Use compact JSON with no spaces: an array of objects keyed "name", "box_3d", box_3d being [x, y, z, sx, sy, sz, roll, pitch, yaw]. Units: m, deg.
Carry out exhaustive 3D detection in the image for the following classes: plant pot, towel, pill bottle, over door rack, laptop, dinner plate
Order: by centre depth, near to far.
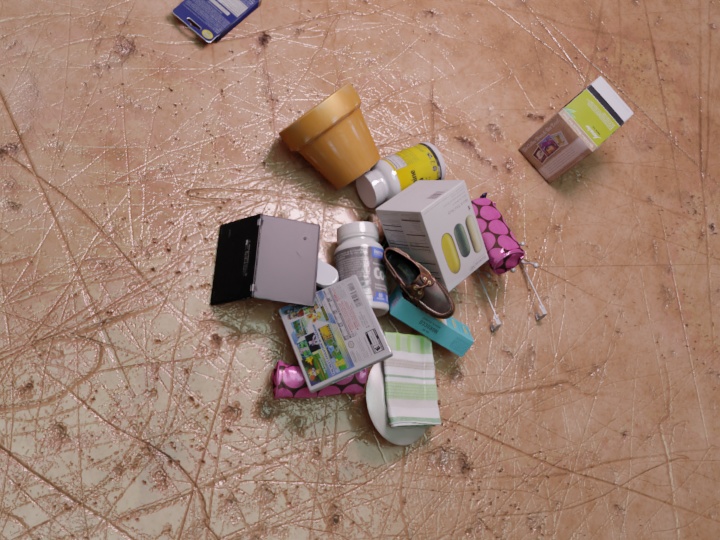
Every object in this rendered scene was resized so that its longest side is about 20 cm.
[{"name":"towel","box_3d":[0.112,0.234,1.510,0.149,0.031,0.200,11,69,-41]},{"name":"laptop","box_3d":[-0.204,-0.013,1.512,0.116,0.200,0.188,27,59,-48]},{"name":"dinner plate","box_3d":[0.092,0.274,1.515,0.200,0.024,0.200,17,64,-39]},{"name":"pill bottle","box_3d":[0.000,0.000,1.568,0.114,0.114,0.200,1,73,-18]},{"name":"plant pot","box_3d":[-0.055,-0.299,1.620,0.200,0.200,0.183,-43,105,-25]},{"name":"pill bottle","box_3d":[0.095,-0.223,1.674,0.200,0.112,0.113,-26,82,-23]},{"name":"over door rack","box_3d":[0.365,0.033,1.704,0.148,0.067,0.200,-10,76,-20]}]

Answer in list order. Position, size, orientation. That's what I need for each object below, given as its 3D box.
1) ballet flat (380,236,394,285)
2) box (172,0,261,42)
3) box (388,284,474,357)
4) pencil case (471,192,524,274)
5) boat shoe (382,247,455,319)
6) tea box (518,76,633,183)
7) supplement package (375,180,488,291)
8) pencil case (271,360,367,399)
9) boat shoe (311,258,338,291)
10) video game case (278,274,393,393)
[{"name":"ballet flat","box_3d":[0.081,-0.059,1.644,0.066,0.057,0.200,23,71,-13]},{"name":"box","box_3d":[-0.349,-0.638,1.709,0.121,0.032,0.200,40,64,-2]},{"name":"box","box_3d":[0.157,0.113,1.584,0.200,0.082,0.049,32,107,-13]},{"name":"pencil case","box_3d":[0.316,-0.085,1.669,0.094,0.091,0.200,-8,52,-18]},{"name":"boat shoe","box_3d":[0.121,0.027,1.510,0.200,0.070,0.070,42,87,17]},{"name":"tea box","box_3d":[0.555,-0.361,1.824,0.197,0.200,0.134,-40,88,-24]},{"name":"supplement package","box_3d":[0.163,-0.081,1.579,0.152,0.151,0.200,-36,117,-30]},{"name":"pencil case","box_3d":[-0.089,0.224,1.482,0.200,0.094,0.091,1,117,-18]},{"name":"boat shoe","box_3d":[-0.130,-0.011,1.555,0.200,0.068,0.072,32,59,18]},{"name":"video game case","box_3d":[-0.054,0.127,1.446,0.182,0.022,0.200,-24,61,-2]}]
